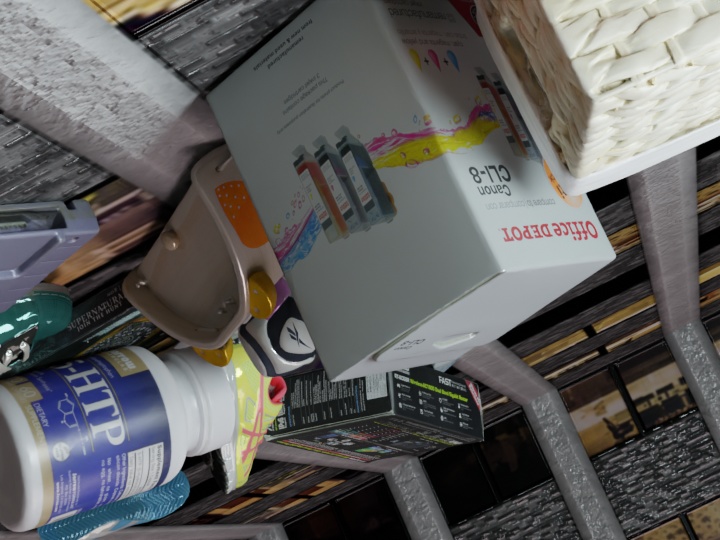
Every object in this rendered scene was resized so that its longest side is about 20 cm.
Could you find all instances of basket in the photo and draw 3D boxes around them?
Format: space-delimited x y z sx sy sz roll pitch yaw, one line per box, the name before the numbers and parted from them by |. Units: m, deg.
basket | 0.172 -0.151 0.822 0.198 0.137 0.123 -25 165 -2

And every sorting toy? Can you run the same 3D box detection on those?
sorting toy | -0.060 -0.036 1.145 0.180 0.107 0.200 -39 176 -32

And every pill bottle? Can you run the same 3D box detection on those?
pill bottle | -0.209 0.128 1.269 0.198 0.121 0.120 -15 164 -35

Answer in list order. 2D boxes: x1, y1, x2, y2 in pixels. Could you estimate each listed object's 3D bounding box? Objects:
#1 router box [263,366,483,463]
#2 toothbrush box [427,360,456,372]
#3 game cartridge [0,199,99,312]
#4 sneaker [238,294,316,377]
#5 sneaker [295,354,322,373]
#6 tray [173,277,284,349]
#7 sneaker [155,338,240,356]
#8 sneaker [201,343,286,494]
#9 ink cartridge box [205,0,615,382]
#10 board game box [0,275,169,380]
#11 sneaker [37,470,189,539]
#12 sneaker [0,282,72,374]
router box | 0.015 0.142 1.550 0.148 0.063 0.199 -15 160 27
toothbrush box | 0.099 0.018 1.529 0.146 0.085 0.200 -41 170 -10
game cartridge | -0.277 0.003 0.983 0.129 0.039 0.199 -40 161 35
sneaker | 0.000 0.000 1.225 0.129 0.080 0.199 -20 -166 42
sneaker | -0.043 0.090 1.622 0.199 0.089 0.080 -35 162 32
tray | -0.070 0.024 1.397 0.199 0.022 0.107 -25 170 -45
sneaker | -0.169 0.101 1.507 0.198 0.075 0.081 -17 176 -10
sneaker | -0.108 0.135 1.441 0.090 0.078 0.201 -25 150 -23
ink cartridge box | 0.031 -0.056 0.940 0.144 0.202 0.145 -33 165 34
board game box | -0.233 0.063 1.300 0.198 0.028 0.135 -29 166 18
sneaker | -0.317 0.298 1.983 0.197 0.077 0.081 -16 174 -11
sneaker | -0.294 0.073 1.110 0.198 0.081 0.071 -20 166 -20
